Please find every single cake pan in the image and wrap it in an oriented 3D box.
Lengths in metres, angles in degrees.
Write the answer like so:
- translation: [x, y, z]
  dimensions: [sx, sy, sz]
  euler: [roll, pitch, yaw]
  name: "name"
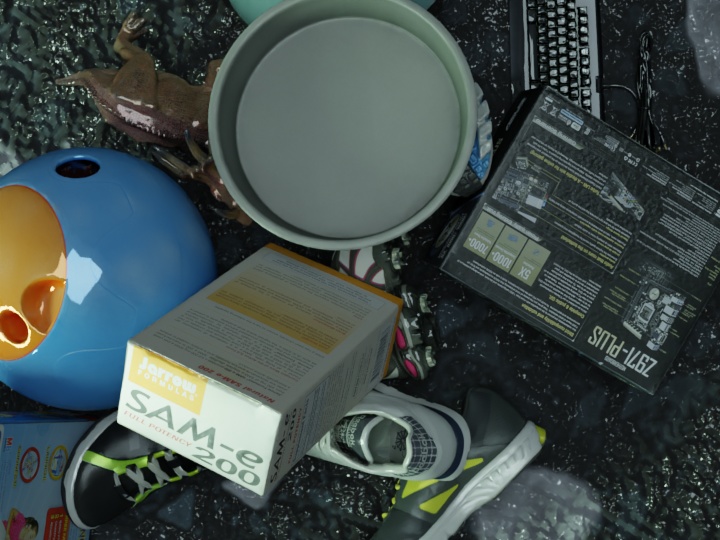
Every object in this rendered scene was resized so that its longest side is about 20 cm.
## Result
- translation: [-0.012, -0.111, 1.092]
  dimensions: [0.199, 0.037, 0.202]
  euler: [-1, 79, 6]
  name: "cake pan"

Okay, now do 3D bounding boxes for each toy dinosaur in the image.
- translation: [-0.156, -0.123, 1.160]
  dimensions: [0.199, 0.086, 0.136]
  euler: [18, 47, 1]
  name: "toy dinosaur"

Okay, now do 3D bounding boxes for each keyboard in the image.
- translation: [0.188, -0.153, 1.217]
  dimensions: [0.126, 0.021, 0.201]
  euler: [-2, 88, 2]
  name: "keyboard"

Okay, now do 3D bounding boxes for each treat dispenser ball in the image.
- translation: [-0.210, 0.007, 1.131]
  dimensions: [0.200, 0.201, 0.202]
  euler: [0, 87, 2]
  name: "treat dispenser ball"

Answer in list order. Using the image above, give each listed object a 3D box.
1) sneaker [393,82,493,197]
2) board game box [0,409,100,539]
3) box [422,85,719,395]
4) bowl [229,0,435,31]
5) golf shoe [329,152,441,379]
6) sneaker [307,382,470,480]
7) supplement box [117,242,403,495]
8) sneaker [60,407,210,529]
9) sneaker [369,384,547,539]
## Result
- translation: [0.051, -0.132, 1.167]
  dimensions: [0.075, 0.087, 0.201]
  euler: [-24, 61, -2]
  name: "sneaker"
- translation: [-0.280, 0.209, 1.124]
  dimensions: [0.056, 0.196, 0.201]
  euler: [6, 87, 20]
  name: "board game box"
- translation: [0.178, -0.024, 1.160]
  dimensions: [0.199, 0.086, 0.164]
  euler: [29, 90, -8]
  name: "box"
- translation: [-0.026, -0.283, 1.150]
  dimensions: [0.200, 0.105, 0.202]
  euler: [-5, 64, 10]
  name: "bowl"
- translation: [0.000, 0.000, 1.165]
  dimensions: [0.088, 0.077, 0.201]
  euler: [-9, 110, 17]
  name: "golf shoe"
- translation: [-0.014, 0.118, 1.149]
  dimensions: [0.199, 0.080, 0.077]
  euler: [7, 95, 35]
  name: "sneaker"
- translation: [-0.069, 0.065, 1.076]
  dimensions: [0.126, 0.200, 0.074]
  euler: [24, 120, 18]
  name: "supplement box"
- translation: [-0.148, 0.133, 1.159]
  dimensions: [0.200, 0.083, 0.072]
  euler: [-43, 130, -12]
  name: "sneaker"
- translation: [0.055, 0.174, 1.188]
  dimensions: [0.200, 0.074, 0.085]
  euler: [-41, 81, -9]
  name: "sneaker"
